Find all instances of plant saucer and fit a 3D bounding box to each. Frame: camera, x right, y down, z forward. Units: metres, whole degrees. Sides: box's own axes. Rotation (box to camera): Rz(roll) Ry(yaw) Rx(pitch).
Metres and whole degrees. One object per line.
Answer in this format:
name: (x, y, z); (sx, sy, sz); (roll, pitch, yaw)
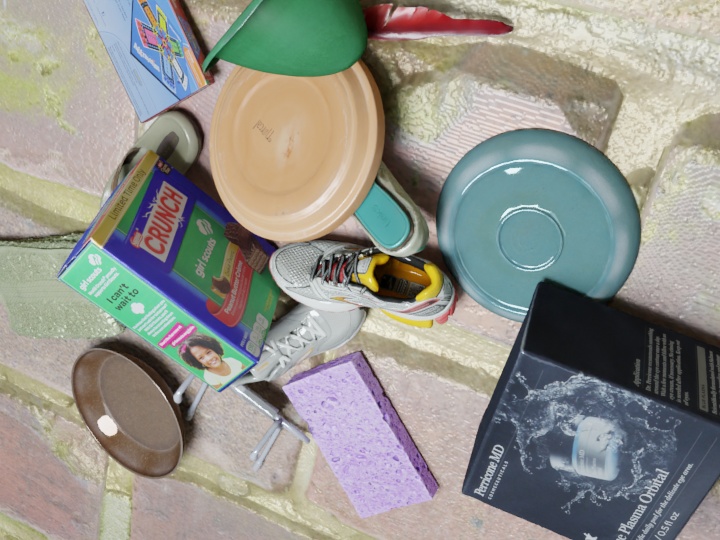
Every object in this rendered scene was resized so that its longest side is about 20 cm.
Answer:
plant saucer: (-0.070, -0.129, 0.745); (0.198, 0.032, 0.204); (-1, 88, 30)
plant saucer: (-0.306, 0.186, 1.040); (0.198, 0.037, 0.203); (14, 120, 25)
plant saucer: (0.163, -0.033, 0.740); (0.197, 0.027, 0.203); (10, 117, 19)

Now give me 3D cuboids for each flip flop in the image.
flip flop: (-0.248, -0.097, 0.873); (0.081, 0.058, 0.200); (45, 123, -2)

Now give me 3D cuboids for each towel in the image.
towel: (-0.404, 0.026, 1.016); (0.197, 0.037, 0.150); (-1, 114, 25)

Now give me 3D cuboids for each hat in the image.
hat: (-0.015, -0.184, 0.680); (0.176, 0.167, 0.199); (43, 141, -15)

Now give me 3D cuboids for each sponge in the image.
sponge: (0.000, 0.200, 0.924); (0.111, 0.030, 0.202); (-23, 103, 31)

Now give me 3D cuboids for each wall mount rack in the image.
wall mount rack: (-0.161, 0.182, 0.962); (0.199, 0.075, 0.174); (36, 164, 5)

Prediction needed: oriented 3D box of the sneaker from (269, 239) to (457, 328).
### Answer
sneaker: (0.000, 0.000, 0.785); (0.197, 0.079, 0.082); (8, 161, 14)

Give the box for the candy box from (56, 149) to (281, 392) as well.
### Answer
candy box: (-0.181, -0.003, 0.794); (0.199, 0.170, 0.077); (38, 123, -20)

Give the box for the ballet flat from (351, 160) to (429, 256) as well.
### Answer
ballet flat: (-0.003, -0.091, 0.760); (0.067, 0.062, 0.201); (-42, 70, 21)

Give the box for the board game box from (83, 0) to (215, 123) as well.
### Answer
board game box: (-0.233, -0.267, 0.797); (0.102, 0.019, 0.202); (-18, 100, 31)

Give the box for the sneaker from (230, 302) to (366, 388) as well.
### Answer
sneaker: (-0.079, 0.084, 0.865); (0.199, 0.092, 0.076); (-31, 99, 31)

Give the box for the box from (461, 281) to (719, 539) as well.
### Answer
box: (0.222, 0.149, 0.732); (0.197, 0.118, 0.199); (20, 126, 10)
